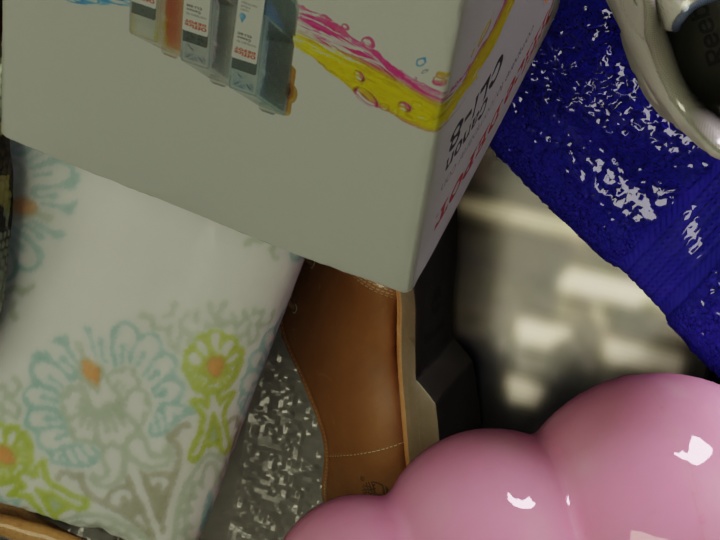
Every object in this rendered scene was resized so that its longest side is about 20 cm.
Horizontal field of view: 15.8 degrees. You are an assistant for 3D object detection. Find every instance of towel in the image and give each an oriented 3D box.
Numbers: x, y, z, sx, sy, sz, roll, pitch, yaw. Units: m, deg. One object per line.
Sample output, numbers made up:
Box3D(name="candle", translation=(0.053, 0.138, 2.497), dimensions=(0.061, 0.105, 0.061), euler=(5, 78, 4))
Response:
Box3D(name="towel", translation=(-0.121, -0.012, 0.879), dimensions=(0.199, 0.048, 0.172), euler=(19, 101, -10))
Box3D(name="towel", translation=(0.139, -0.051, 0.947), dimensions=(0.200, 0.050, 0.148), euler=(45, 107, 8))

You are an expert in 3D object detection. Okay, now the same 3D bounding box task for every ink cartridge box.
Box3D(name="ink cartridge box", translation=(-0.012, -0.125, 0.763), dimensions=(0.144, 0.146, 0.200), euler=(22, 142, 9))

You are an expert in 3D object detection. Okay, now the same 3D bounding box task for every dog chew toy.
Box3D(name="dog chew toy", translation=(0.061, 0.108, 0.928), dimensions=(0.199, 0.125, 0.125), euler=(-11, 94, -9))

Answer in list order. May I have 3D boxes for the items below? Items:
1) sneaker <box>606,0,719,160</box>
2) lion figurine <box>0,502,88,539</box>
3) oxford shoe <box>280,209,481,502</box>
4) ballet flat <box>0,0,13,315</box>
Box3D(name="sneaker", translation=(0.098, -0.126, 0.855), dimensions=(0.074, 0.087, 0.201), euler=(-28, 108, 9))
Box3D(name="lion figurine", translation=(-0.094, 0.152, 0.932), dimensions=(0.122, 0.073, 0.200), euler=(10, 141, 15))
Box3D(name="oxford shoe", translation=(0.000, 0.000, 0.989), dimensions=(0.071, 0.071, 0.201), euler=(0, 98, 22))
Box3D(name="ballet flat", translation=(-0.138, -0.048, 0.808), dimensions=(0.069, 0.071, 0.201), euler=(9, 103, -5))
